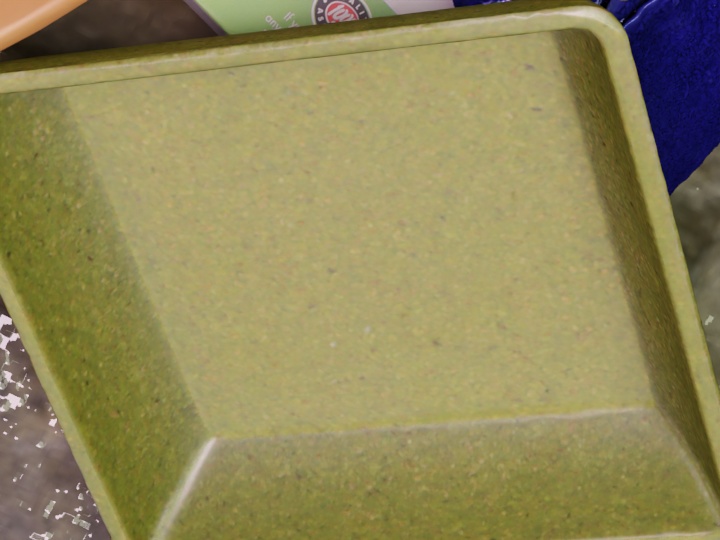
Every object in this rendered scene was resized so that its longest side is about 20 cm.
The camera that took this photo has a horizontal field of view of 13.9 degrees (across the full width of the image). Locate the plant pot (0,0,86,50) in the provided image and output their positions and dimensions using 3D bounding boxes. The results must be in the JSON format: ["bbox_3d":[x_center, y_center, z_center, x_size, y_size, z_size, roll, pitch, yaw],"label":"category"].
[{"bbox_3d":[-0.137,-0.140,0.707,0.200,0.200,0.140,-26,74,-8],"label":"plant pot"}]

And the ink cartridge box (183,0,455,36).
[{"bbox_3d":[0.016,-0.153,0.863,0.200,0.067,0.117,-45,110,-1],"label":"ink cartridge box"}]

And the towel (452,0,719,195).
[{"bbox_3d":[0.127,-0.112,0.877,0.200,0.050,0.148,-47,147,1],"label":"towel"}]

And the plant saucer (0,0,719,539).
[{"bbox_3d":[0.000,0.000,0.851,0.200,0.048,0.200,-5,131,17],"label":"plant saucer"}]
